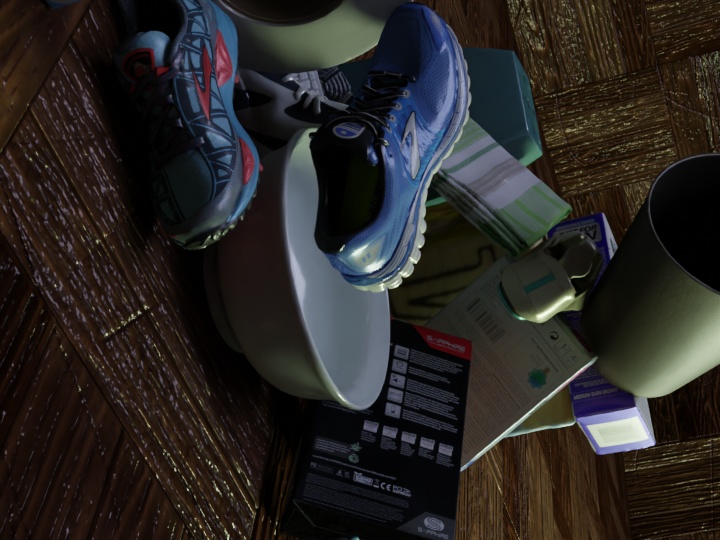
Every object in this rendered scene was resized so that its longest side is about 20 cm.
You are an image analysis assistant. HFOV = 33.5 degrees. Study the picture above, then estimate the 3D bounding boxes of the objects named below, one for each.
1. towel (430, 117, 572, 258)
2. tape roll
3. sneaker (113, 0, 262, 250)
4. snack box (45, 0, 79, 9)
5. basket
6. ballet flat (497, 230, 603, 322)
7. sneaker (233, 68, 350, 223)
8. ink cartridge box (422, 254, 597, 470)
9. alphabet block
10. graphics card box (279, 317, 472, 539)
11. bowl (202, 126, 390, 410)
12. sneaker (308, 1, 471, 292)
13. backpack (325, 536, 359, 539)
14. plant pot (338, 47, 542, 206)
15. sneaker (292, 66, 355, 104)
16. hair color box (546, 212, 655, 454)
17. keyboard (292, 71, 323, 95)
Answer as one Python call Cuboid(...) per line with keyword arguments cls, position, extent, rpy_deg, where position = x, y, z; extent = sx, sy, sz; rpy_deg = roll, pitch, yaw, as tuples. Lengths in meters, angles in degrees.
Cuboid(cls="towel", position=(0.096, -0.103, 1.068), extent=(0.200, 0.031, 0.149), rpy_deg=(42, 32, 9))
Cuboid(cls="tape roll", position=(-0.057, -0.262, 0.855), extent=(0.203, 0.201, 0.140), rpy_deg=(58, 26, -50))
Cuboid(cls="sneaker", position=(-0.125, -0.106, 0.760), extent=(0.095, 0.079, 0.202), rpy_deg=(38, 33, -52))
Cuboid(cls="snack box", position=(-0.162, -0.222, 0.611), extent=(0.200, 0.115, 0.037), rpy_deg=(51, 31, -57))
Cuboid(cls="basket", position=(0.275, 0.016, 0.992), extent=(0.200, 0.178, 0.137), rpy_deg=(118, -26, -58))
Cuboid(cls="ballet flat", position=(0.172, 0.000, 1.001), extent=(0.200, 0.069, 0.070), rpy_deg=(-27, 103, -67))
Cuboid(cls="sneaker", position=(-0.037, -0.132, 0.951), extent=(0.079, 0.128, 0.201), rpy_deg=(11, 68, -75))
Cuboid(cls="ink cartridge box", position=(0.097, 0.094, 1.060), extent=(0.120, 0.200, 0.042), rpy_deg=(52, 16, 14))
Cuboid(cls="alphabet block", position=(0.105, 0.044, 1.196), extent=(0.195, 0.194, 0.202), rpy_deg=(-57, 132, -70))
Cuboid(cls="graphics card box", position=(0.017, 0.124, 0.924), extent=(0.201, 0.124, 0.051), rpy_deg=(-80, -170, -46))
Cuboid(cls="bowl", position=(-0.052, 0.005, 0.858), extent=(0.201, 0.089, 0.203), rpy_deg=(-11, 90, -73))
Cuboid(cls="sneaker", position=(0.017, -0.091, 0.809), extent=(0.089, 0.078, 0.202), rpy_deg=(31, 69, -57))
Cuboid(cls="backpack", position=(-0.036, 0.241, 0.642), extent=(0.200, 0.152, 0.178), rpy_deg=(3, 80, -67))
Cuboid(cls="plant pot", position=(0.080, -0.151, 1.249), extent=(0.141, 0.198, 0.143), rpy_deg=(28, 51, -68))
Cuboid(cls="sneaker", position=(-0.036, -0.121, 1.090), extent=(0.201, 0.077, 0.080), rpy_deg=(62, -12, -27))
Cuboid(cls="hair color box", position=(0.228, 0.060, 1.142), extent=(0.109, 0.064, 0.202), rpy_deg=(51, 32, -56))
Cuboid(cls="keyboard", position=(-0.064, -0.165, 1.025), extent=(0.011, 0.056, 0.202), rpy_deg=(-164, -122, -74))
